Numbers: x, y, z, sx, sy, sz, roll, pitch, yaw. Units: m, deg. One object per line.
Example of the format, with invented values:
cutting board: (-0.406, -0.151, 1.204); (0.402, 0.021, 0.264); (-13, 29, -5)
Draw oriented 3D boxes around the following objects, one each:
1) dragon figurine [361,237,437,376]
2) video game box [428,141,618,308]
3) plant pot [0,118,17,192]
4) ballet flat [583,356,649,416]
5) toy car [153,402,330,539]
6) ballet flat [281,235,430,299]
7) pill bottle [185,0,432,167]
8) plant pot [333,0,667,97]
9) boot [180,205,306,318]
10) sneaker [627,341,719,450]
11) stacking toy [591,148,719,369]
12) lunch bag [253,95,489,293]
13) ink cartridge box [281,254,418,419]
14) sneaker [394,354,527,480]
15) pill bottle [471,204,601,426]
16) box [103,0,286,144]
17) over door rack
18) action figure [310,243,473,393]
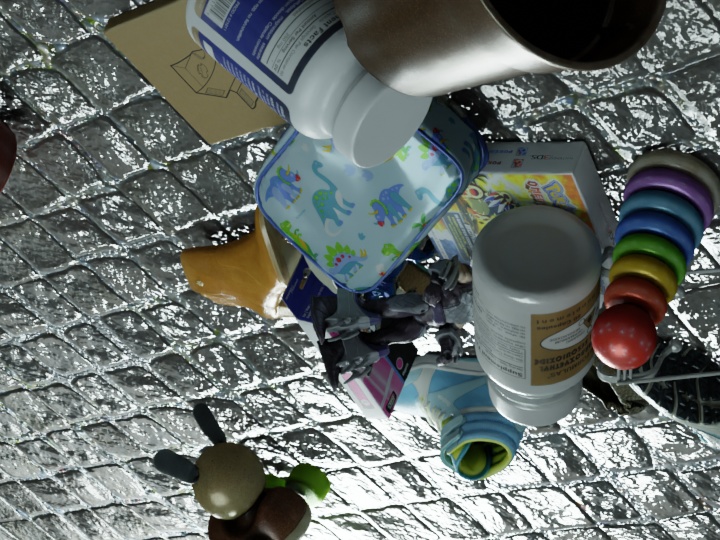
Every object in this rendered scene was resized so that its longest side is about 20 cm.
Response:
dragon figurine: (0.011, -0.006, 1.762); (0.099, 0.201, 0.059); (17, -166, -31)
video game box: (0.150, -0.038, 1.704); (0.181, 0.047, 0.200); (0, 140, 30)
plant pot: (-0.466, -0.142, 1.857); (0.200, 0.202, 0.195); (-5, 145, 39)
ballet flat: (0.213, 0.093, 1.808); (0.199, 0.047, 0.067); (31, 159, -32)
toy car: (-0.166, 0.268, 2.255); (0.200, 0.165, 0.157); (48, 142, -16)
ballet flat: (0.000, 0.000, 1.832); (0.200, 0.073, 0.068); (37, 149, -18)
pill bottle: (-0.041, -0.180, 1.505); (0.200, 0.116, 0.116); (42, 154, 23)
plant pot: (0.093, -0.223, 1.364); (0.200, 0.201, 0.198); (39, 153, -21)
boot: (-0.125, -0.012, 1.900); (0.143, 0.071, 0.202); (7, 148, 22)
sneaker: (0.343, 0.142, 1.798); (0.199, 0.078, 0.086); (25, 151, 1)
stacking toy: (0.240, -0.005, 1.544); (0.085, 0.201, 0.086); (18, 146, 12)
lunch bag: (0.005, -0.091, 1.632); (0.161, 0.083, 0.200); (40, 130, 0)
ink cartridge box: (-0.008, 0.057, 1.897); (0.037, 0.095, 0.200); (-3, 138, 36)
sneaker: (0.092, 0.160, 1.942); (0.199, 0.131, 0.080); (-6, 137, 40)
pill bottle: (0.159, 0.047, 1.660); (0.114, 0.115, 0.201); (14, 142, 17)
box: (-0.122, -0.194, 1.689); (0.199, 0.021, 0.164); (-11, 133, 44)
over door rack: (0.316, 0.039, 1.670); (0.198, 0.067, 0.148); (2, 133, 10)
action figure: (0.056, 0.043, 1.719); (0.199, 0.070, 0.131); (-17, 132, -4)
